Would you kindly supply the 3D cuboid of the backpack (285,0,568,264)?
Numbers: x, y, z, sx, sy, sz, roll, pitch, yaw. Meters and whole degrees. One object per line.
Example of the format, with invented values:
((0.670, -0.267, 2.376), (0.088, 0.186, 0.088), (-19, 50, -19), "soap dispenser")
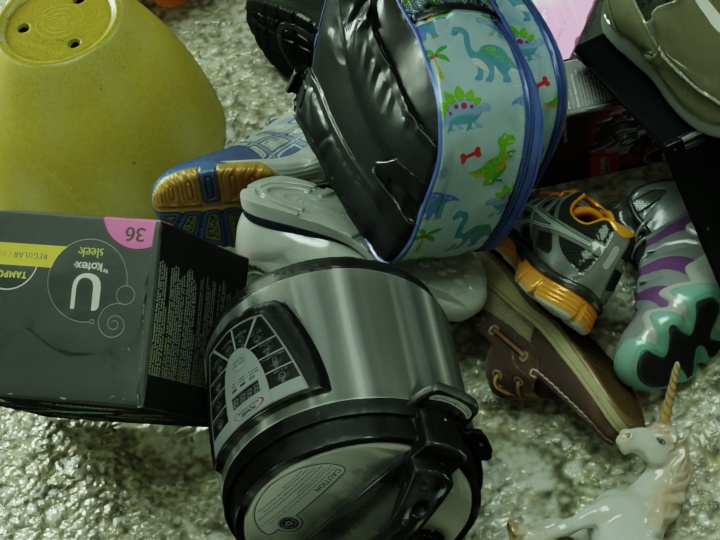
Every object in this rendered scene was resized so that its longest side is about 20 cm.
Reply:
((0.056, -0.112, 1.599), (0.147, 0.183, 0.200), (-3, 48, -23), "backpack")

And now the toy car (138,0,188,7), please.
((-0.176, -0.304, 1.909), (0.150, 0.200, 0.175), (3, 36, 9), "toy car")

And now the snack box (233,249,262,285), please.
((-0.046, -0.018, 1.743), (0.072, 0.024, 0.200), (21, 57, 28), "snack box")

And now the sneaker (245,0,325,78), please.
((0.004, -0.186, 1.855), (0.200, 0.076, 0.091), (20, 50, 16), "sneaker")

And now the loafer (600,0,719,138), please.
((0.223, -0.154, 1.558), (0.075, 0.070, 0.200), (-32, 44, -16), "loafer")

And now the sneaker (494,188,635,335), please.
((0.141, -0.023, 1.631), (0.077, 0.078, 0.200), (-53, 24, 9), "sneaker")

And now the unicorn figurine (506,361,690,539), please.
((0.166, 0.175, 1.507), (0.137, 0.074, 0.200), (-11, 62, -10), "unicorn figurine")

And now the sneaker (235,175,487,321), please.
((0.000, 0.000, 1.656), (0.200, 0.081, 0.076), (23, 28, 26), "sneaker")

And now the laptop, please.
((0.282, -0.101, 1.616), (0.187, 0.200, 0.116), (-25, 9, -9), "laptop")

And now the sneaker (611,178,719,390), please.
((0.205, -0.003, 1.647), (0.140, 0.078, 0.200), (27, 51, 33), "sneaker")

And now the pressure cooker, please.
((-0.008, 0.112, 1.522), (0.179, 0.176, 0.200), (-8, 49, -4), "pressure cooker")

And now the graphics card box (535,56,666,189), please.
((0.214, -0.122, 1.705), (0.200, 0.125, 0.051), (-13, 68, 1), "graphics card box")

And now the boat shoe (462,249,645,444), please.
((0.120, 0.062, 1.618), (0.072, 0.072, 0.200), (-49, 53, 10), "boat shoe")

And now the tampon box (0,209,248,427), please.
((-0.178, 0.035, 1.587), (0.150, 0.200, 0.126), (3, 83, 14), "tampon box")

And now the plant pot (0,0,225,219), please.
((-0.216, -0.144, 1.811), (0.200, 0.142, 0.200), (-6, 49, 7), "plant pot")

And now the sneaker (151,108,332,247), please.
((-0.059, -0.076, 1.739), (0.200, 0.075, 0.088), (-9, 40, -8), "sneaker")

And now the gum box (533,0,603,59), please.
((0.140, -0.231, 1.753), (0.113, 0.066, 0.200), (22, 83, 18), "gum box")
